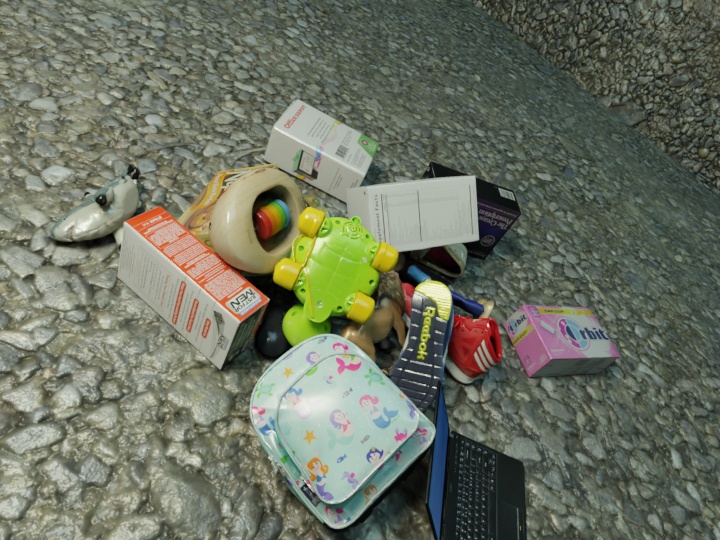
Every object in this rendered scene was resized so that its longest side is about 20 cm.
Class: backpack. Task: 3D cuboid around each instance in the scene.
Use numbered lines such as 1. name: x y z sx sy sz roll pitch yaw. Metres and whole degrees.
1. backpack: -0.032 0.179 0.618 0.177 0.151 0.200 -37 64 -21

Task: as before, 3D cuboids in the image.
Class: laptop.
1. laptop: 0.157 0.274 0.677 0.199 0.104 0.178 26 42 -7

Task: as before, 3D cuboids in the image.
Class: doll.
1. doll: 0.127 0.026 0.903 0.199 0.049 0.136 29 -1 -3

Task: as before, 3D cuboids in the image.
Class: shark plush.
1. shark plush: -0.379 -0.115 0.770 0.083 0.091 0.201 -5 50 5

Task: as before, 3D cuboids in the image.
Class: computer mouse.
1. computer mouse: -0.105 0.053 0.791 0.058 0.034 0.201 25 40 -5

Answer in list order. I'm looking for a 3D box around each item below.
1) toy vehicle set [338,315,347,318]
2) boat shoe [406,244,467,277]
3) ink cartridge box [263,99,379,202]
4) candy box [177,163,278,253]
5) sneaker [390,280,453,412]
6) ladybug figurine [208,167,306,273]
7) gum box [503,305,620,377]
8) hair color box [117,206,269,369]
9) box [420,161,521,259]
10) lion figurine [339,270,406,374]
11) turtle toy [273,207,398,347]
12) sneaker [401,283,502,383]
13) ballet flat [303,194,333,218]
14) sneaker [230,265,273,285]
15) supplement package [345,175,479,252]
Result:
1. toy vehicle set: 0.000 0.000 0.911 0.123 0.027 0.201 7 47 -26
2. boat shoe: 0.122 -0.051 0.997 0.199 0.074 0.069 25 40 -13
3. ink cartridge box: -0.077 -0.244 1.063 0.199 0.084 0.145 27 41 -6
4. candy box: -0.206 -0.093 0.816 0.114 0.056 0.201 -4 37 18
5. sneaker: 0.096 0.118 0.766 0.073 0.202 0.082 16 -2 15
6. ladybug figurine: -0.140 -0.067 0.713 0.200 0.071 0.137 -41 121 -60
7. gum box: 0.383 0.132 0.981 0.199 0.066 0.114 4 49 -28
8. hair color box: -0.225 0.023 0.689 0.200 0.111 0.064 40 42 9
9. box: 0.201 -0.118 1.064 0.198 0.141 0.079 15 45 -18
10. lion figurine: 0.017 0.083 0.766 0.072 0.123 0.200 -4 25 27
11. turtle toy: -0.046 0.016 0.719 0.145 0.101 0.201 26 83 -6
12. sneaker: 0.149 0.078 0.834 0.200 0.115 0.078 46 40 -1
13. ballet flat: -0.090 -0.086 0.877 0.070 0.071 0.200 14 18 -19
14. sneaker: -0.108 -0.023 0.813 0.198 0.076 0.088 6 33 -10
15. supplement package: 0.087 -0.097 0.891 0.198 0.115 0.109 -8 9 -20
